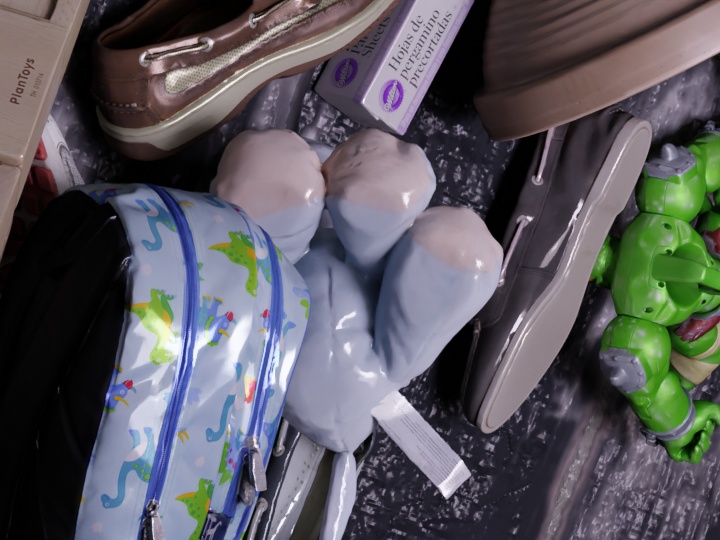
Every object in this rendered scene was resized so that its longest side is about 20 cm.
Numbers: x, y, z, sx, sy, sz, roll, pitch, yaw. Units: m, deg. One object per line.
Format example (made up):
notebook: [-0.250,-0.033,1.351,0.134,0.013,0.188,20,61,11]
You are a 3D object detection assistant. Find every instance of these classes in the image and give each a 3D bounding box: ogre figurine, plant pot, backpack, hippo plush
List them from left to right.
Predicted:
backpack: [-0.106,0.058,1.245,0.154,0.163,0.200,-4,110,-21]
hippo plush: [0.000,0.000,1.394,0.159,0.161,0.200,-31,104,15]
plant pot: [0.139,-0.153,1.490,0.201,0.201,0.093,-33,100,-32]
ogre figurine: [0.187,0.003,1.639,0.120,0.098,0.200,20,101,-57]

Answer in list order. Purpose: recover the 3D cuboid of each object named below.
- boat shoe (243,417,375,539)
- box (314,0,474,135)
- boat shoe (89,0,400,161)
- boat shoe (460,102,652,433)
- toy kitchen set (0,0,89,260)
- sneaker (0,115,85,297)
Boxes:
boat shoe: [-0.020,0.086,1.490,0.076,0.060,0.200,31,82,-44]
box: [0.044,-0.169,1.482,0.039,0.041,0.200,36,79,-43]
boat shoe: [-0.049,-0.136,1.375,0.202,0.075,0.075,-41,135,-27]
boat shoe: [0.098,-0.006,1.587,0.200,0.057,0.067,-63,156,-2]
toy kitchen set: [-0.228,-0.045,1.249,0.180,0.163,0.200,111,-5,-58]
sneaker: [-0.143,0.004,1.349,0.082,0.078,0.200,-50,135,-47]
